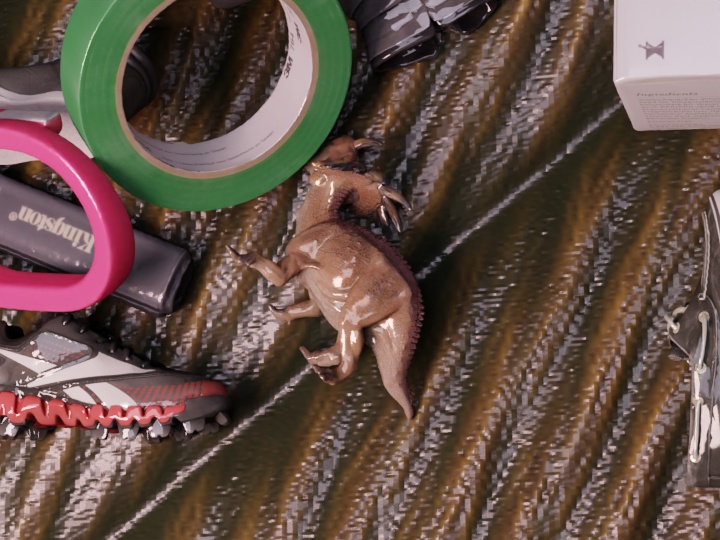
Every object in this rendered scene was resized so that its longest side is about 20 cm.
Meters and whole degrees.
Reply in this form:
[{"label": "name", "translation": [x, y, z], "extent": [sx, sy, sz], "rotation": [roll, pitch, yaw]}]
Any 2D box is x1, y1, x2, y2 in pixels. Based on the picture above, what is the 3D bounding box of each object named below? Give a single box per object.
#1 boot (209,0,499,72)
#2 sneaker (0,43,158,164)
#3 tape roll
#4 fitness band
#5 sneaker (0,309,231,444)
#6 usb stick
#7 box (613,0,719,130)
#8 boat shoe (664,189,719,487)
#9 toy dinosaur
[{"label": "boot", "translation": [-0.010, -0.200, 1.549], "extent": [0.199, 0.070, 0.133], "rotation": [-24, 79, 13]}, {"label": "sneaker", "translation": [-0.230, -0.130, 1.593], "extent": [0.199, 0.071, 0.099], "rotation": [7, 36, 40]}, {"label": "tape roll", "translation": [-0.105, -0.140, 1.481], "extent": [0.200, 0.200, 0.048], "rotation": [-42, 39, 2]}, {"label": "fitness band", "translation": [-0.241, -0.040, 1.514], "extent": [0.199, 0.037, 0.145], "rotation": [3, 115, 39]}, {"label": "sneaker", "translation": [-0.186, 0.074, 1.532], "extent": [0.199, 0.071, 0.099], "rotation": [2, 81, 16]}, {"label": "usb stick", "translation": [-0.214, -0.022, 1.578], "extent": [0.199, 0.033, 0.056], "rotation": [22, 87, 17]}, {"label": "box", "translation": [0.273, -0.207, 1.445], "extent": [0.198, 0.131, 0.201], "rotation": [-1, 79, 14]}, {"label": "boat shoe", "translation": [0.235, 0.044, 1.435], "extent": [0.063, 0.071, 0.202], "rotation": [-4, 80, 12]}, {"label": "toy dinosaur", "translation": [0.000, 0.000, 1.499], "extent": [0.135, 0.086, 0.200], "rotation": [-36, 78, -3]}]
